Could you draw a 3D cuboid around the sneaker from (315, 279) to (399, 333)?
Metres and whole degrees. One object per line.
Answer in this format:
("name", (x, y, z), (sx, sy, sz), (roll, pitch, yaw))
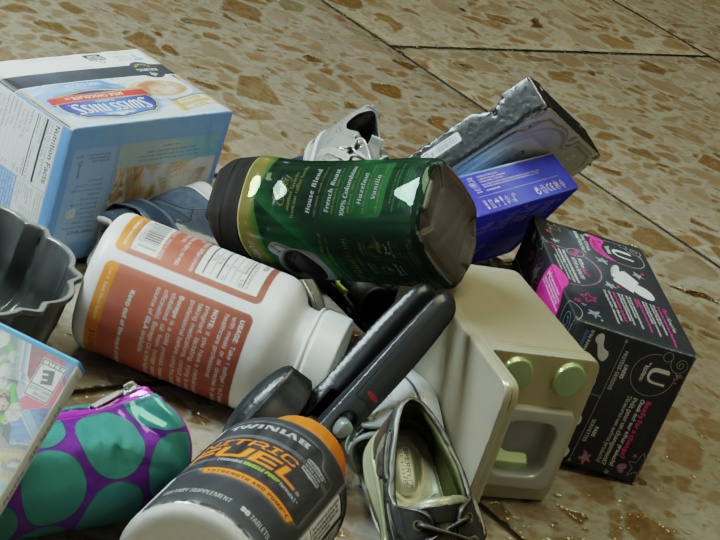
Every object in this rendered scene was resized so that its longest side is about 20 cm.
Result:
("sneaker", (0.000, 0.000, 1.660), (0.200, 0.072, 0.083), (44, 1, -9))

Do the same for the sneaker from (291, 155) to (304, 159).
("sneaker", (-0.076, -0.062, 1.837), (0.082, 0.070, 0.200), (18, 21, -12))

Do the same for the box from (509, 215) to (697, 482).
("box", (0.188, 0.065, 1.678), (0.114, 0.133, 0.200), (17, 23, -13))

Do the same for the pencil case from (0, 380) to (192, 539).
("pencil case", (-0.209, 0.126, 1.280), (0.085, 0.093, 0.199), (8, 11, 44))

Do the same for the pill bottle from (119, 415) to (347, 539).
("pill bottle", (-0.073, 0.161, 1.294), (0.106, 0.107, 0.200), (23, 23, 11))

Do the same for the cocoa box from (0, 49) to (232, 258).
("cocoa box", (-0.233, -0.100, 1.721), (0.131, 0.134, 0.199), (33, 27, 30))

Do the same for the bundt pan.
("bundt pan", (-0.312, 0.014, 1.477), (0.201, 0.076, 0.202), (15, 22, -7))

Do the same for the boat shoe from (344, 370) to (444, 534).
("boat shoe", (0.023, 0.129, 1.478), (0.066, 0.074, 0.200), (12, 25, -23))

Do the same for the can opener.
("can opener", (-0.006, 0.085, 1.450), (0.200, 0.079, 0.063), (-39, 42, -10))

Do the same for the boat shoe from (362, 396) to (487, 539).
("boat shoe", (0.048, 0.174, 1.348), (0.071, 0.066, 0.202), (-5, 48, -15))

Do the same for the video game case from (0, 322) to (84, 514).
("video game case", (-0.274, 0.112, 1.182), (0.143, 0.201, 0.018), (24, -19, 13))

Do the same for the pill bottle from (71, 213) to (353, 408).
("pill bottle", (-0.111, 0.041, 1.528), (0.199, 0.113, 0.112), (22, 23, 5))

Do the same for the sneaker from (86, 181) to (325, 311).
("sneaker", (-0.135, 0.007, 1.635), (0.146, 0.077, 0.202), (-13, 42, -45))

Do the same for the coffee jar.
("coffee jar", (-0.017, -0.039, 1.543), (0.199, 0.086, 0.104), (2, -27, 28))

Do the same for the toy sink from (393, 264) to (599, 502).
("toy sink", (0.101, 0.097, 1.541), (0.111, 0.131, 0.200), (7, 24, -26))

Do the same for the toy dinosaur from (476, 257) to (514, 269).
("toy dinosaur", (0.104, -0.002, 1.842), (0.101, 0.058, 0.200), (39, 5, 32))

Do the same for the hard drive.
("hard drive", (0.130, -0.099, 1.793), (0.038, 0.139, 0.200), (61, 12, 18))

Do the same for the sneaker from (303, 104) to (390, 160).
("sneaker", (-0.011, -0.087, 1.778), (0.075, 0.082, 0.200), (31, 26, -24))

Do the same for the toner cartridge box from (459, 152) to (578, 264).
("toner cartridge box", (0.104, -0.046, 1.711), (0.043, 0.095, 0.200), (53, 30, 12))
